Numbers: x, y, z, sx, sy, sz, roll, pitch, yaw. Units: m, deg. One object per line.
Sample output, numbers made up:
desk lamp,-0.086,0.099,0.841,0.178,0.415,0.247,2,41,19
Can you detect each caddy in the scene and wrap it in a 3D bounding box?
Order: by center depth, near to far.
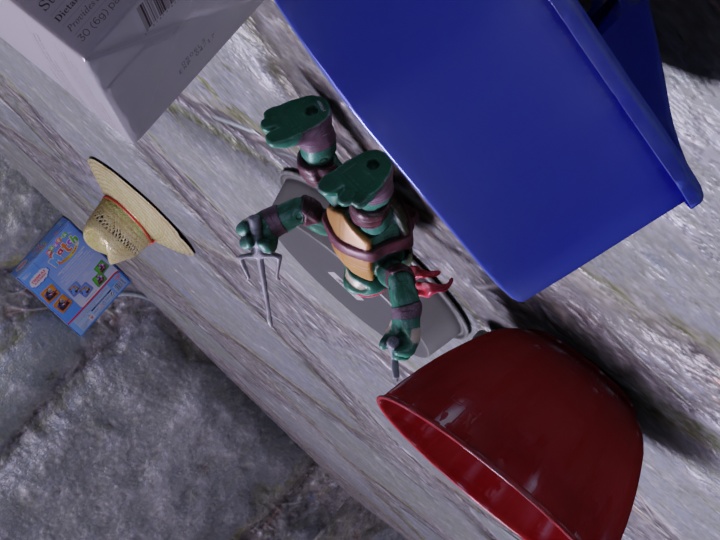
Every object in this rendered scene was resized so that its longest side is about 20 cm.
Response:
caddy,0.047,-0.087,0.586,0.200,0.105,0.142,47,-169,-36

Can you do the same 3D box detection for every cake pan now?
cake pan,0.000,0.000,1.357,0.200,0.037,0.200,40,170,8

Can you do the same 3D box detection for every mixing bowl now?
mixing bowl,0.119,0.111,1.164,0.200,0.108,0.200,38,170,8

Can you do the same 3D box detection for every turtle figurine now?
turtle figurine,-0.010,-0.020,1.122,0.149,0.101,0.200,25,150,23

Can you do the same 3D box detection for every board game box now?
board game box,-0.566,0.013,3.319,0.037,0.151,0.200,31,166,50

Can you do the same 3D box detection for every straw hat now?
straw hat,-0.317,-0.054,2.219,0.201,0.085,0.201,39,170,8

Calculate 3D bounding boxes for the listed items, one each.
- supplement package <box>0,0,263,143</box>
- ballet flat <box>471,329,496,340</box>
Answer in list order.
supplement package,-0.167,-0.188,0.911,0.200,0.121,0.120,38,171,15
ballet flat,0.112,0.109,1.327,0.067,0.064,0.200,35,169,30
